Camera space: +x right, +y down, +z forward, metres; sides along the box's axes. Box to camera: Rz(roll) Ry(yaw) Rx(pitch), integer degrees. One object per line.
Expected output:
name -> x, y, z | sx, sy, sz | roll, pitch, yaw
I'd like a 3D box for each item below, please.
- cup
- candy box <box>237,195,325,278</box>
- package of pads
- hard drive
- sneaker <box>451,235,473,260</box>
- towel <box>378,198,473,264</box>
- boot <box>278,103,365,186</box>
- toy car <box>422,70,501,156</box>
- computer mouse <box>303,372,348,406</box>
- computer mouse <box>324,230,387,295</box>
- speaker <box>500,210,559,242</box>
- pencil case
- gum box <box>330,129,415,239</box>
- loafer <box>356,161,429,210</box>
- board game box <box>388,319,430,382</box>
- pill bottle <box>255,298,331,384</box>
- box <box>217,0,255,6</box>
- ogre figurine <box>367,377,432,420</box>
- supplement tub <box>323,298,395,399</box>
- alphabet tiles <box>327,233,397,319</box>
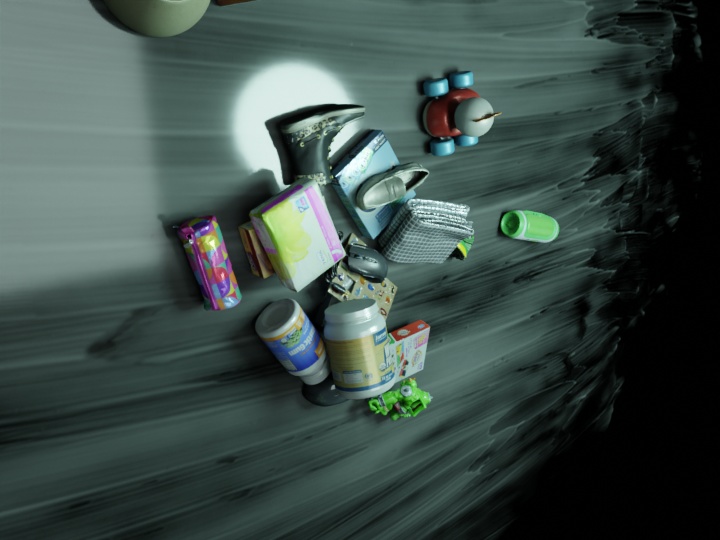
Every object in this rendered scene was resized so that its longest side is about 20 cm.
cup -> -0.327, -0.492, 1.027 | 0.199, 0.143, 0.201 | -11, 114, -26
candy box -> -0.159, -0.080, 1.370 | 0.200, 0.056, 0.117 | -30, 120, -30
package of pads -> -0.132, -0.073, 1.313 | 0.154, 0.068, 0.201 | -38, 122, -25
hard drive -> -0.010, 0.090, 1.556 | 0.199, 0.038, 0.140 | 20, 90, -40
sneaker -> 0.248, -0.117, 1.686 | 0.085, 0.078, 0.200 | -57, 139, -18
towel -> 0.167, -0.089, 1.545 | 0.199, 0.086, 0.166 | 5, 140, -27
boot -> -0.074, -0.277, 1.367 | 0.203, 0.073, 0.154 | -22, 119, -25
toy car -> 0.275, -0.384, 1.531 | 0.176, 0.200, 0.185 | -25, 119, -31
computer mouse -> -0.044, 0.279, 1.532 | 0.199, 0.053, 0.139 | -22, 120, -7
computer mouse -> 0.000, 0.000, 1.482 | 0.200, 0.046, 0.141 | 31, 63, -37
speaker -> 0.515, -0.133, 1.882 | 0.199, 0.088, 0.089 | 4, 101, -40
pencil case -> -0.306, -0.013, 1.253 | 0.088, 0.088, 0.201 | -31, 121, -28
gum box -> 0.030, -0.206, 1.490 | 0.170, 0.044, 0.200 | -46, 127, -19
loafer -> 0.076, -0.199, 1.454 | 0.200, 0.070, 0.070 | -35, 123, -26
board game box -> 0.092, 0.233, 1.657 | 0.199, 0.040, 0.154 | -19, 129, -34
pill bottle -> -0.145, 0.169, 1.421 | 0.112, 0.112, 0.200 | -46, 127, -19
box -> -0.194, -0.566, 1.094 | 0.106, 0.200, 0.153 | -37, 124, -25
ogre figurine -> 0.116, 0.355, 1.675 | 0.120, 0.098, 0.200 | -30, 128, 22
supplement tub -> -0.005, 0.177, 1.426 | 0.144, 0.144, 0.201 | -19, 104, -34
alphabet tiles -> 0.014, 0.032, 1.529 | 0.200, 0.008, 0.168 | 41, 58, -33
